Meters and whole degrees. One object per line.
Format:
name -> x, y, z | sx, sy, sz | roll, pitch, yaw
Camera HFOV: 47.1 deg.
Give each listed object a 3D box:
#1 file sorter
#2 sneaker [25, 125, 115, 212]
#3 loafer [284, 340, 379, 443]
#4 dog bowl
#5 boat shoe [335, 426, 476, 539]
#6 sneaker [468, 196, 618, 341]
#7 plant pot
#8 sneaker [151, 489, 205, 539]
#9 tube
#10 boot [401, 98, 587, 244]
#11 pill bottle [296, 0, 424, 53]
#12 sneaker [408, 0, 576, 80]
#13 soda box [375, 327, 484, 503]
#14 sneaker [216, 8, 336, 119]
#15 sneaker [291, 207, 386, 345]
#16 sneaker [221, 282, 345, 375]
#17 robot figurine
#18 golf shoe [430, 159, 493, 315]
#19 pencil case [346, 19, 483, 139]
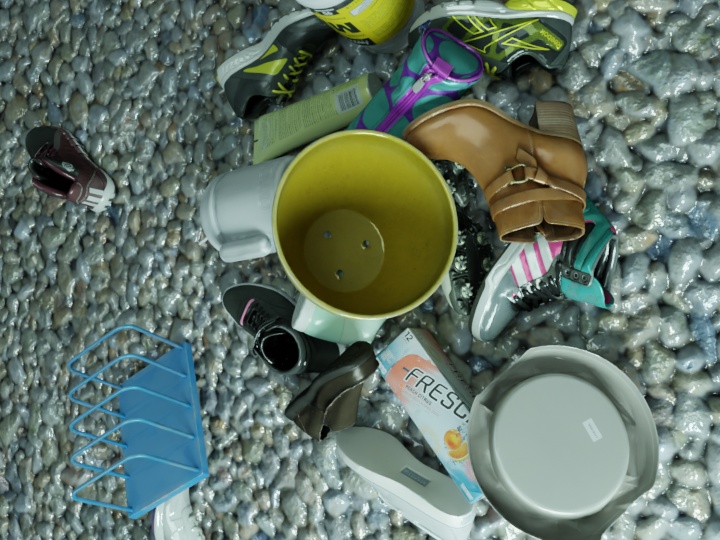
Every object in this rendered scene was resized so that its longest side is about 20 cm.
file sorter -> -0.301, 0.193, 1.085 | 0.138, 0.122, 0.202 | -32, 52, 20
sneaker -> -0.461, -0.165, 1.228 | 0.199, 0.115, 0.076 | 36, 101, 23
loafer -> -0.023, 0.149, 0.989 | 0.071, 0.073, 0.200 | 48, 144, 5
dog bowl -> 0.205, 0.183, 0.863 | 0.197, 0.059, 0.203 | 1, 70, -2
boat shoe -> 0.049, 0.255, 0.976 | 0.198, 0.072, 0.069 | 22, 123, 30
sneaker -> 0.214, 0.017, 0.905 | 0.120, 0.083, 0.201 | 39, 102, 33
plant pot -> -0.007, -0.035, 0.919 | 0.197, 0.142, 0.203 | 3, 77, -11
sneaker -> -0.230, 0.370, 1.112 | 0.098, 0.075, 0.203 | -1, 82, 2
tube -> -0.061, -0.199, 1.075 | 0.198, 0.058, 0.052 | -17, 110, 27
boot -> 0.143, -0.099, 0.887 | 0.197, 0.077, 0.157 | -1, 66, 3
pill bottle -> -0.001, -0.332, 0.968 | 0.113, 0.199, 0.116 | -2, 84, 25
sneaker -> 0.146, -0.262, 0.951 | 0.197, 0.074, 0.086 | 0, 86, 26
soda box -> 0.100, 0.162, 0.952 | 0.064, 0.068, 0.201 | -42, 69, 16
sneaker -> -0.100, -0.267, 1.088 | 0.199, 0.074, 0.086 | -26, 77, 31
sneaker -> 0.000, 0.000, 1.029 | 0.117, 0.074, 0.203 | 24, 72, -13
sneaker -> -0.119, 0.069, 1.052 | 0.199, 0.099, 0.071 | 30, 101, 26
robot figurine -> -0.123, -0.079, 1.052 | 0.198, 0.114, 0.171 | -10, 39, 30
golf shoe -> 0.099, -0.040, 0.977 | 0.088, 0.077, 0.203 | -24, 70, 43
pencil case -> 0.051, -0.187, 0.957 | 0.085, 0.092, 0.200 | 48, 134, 4
